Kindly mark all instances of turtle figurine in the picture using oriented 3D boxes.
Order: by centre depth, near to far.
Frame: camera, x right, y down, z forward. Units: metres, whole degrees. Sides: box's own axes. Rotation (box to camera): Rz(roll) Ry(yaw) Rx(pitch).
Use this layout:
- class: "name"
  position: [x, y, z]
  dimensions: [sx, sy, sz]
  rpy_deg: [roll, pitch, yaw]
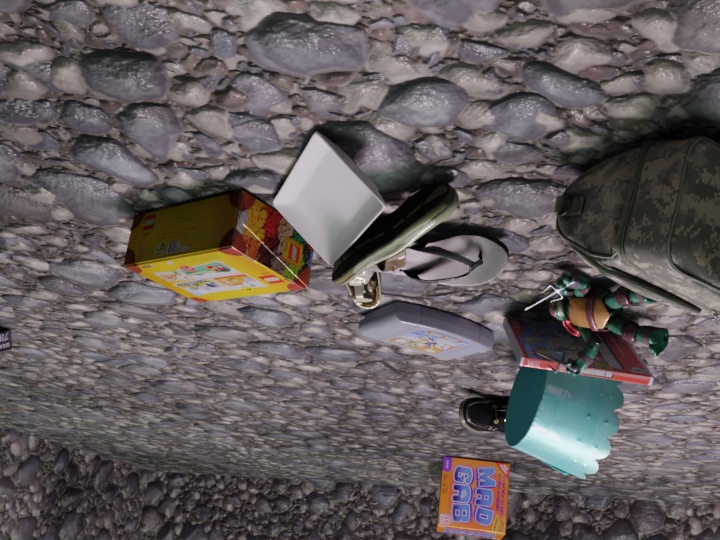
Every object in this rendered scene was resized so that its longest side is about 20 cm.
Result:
- class: "turtle figurine"
  position: [0.310, 0.058, 1.203]
  dimensions: [0.199, 0.101, 0.151]
  rpy_deg: [-3, 119, 47]

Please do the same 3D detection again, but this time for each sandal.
- class: "sandal"
  position: [0.039, -0.029, 1.028]
  dimensions: [0.200, 0.080, 0.057]
  rpy_deg: [-28, 124, 36]
- class: "sandal"
  position: [0.085, -0.011, 1.105]
  dimensions: [0.197, 0.043, 0.077]
  rpy_deg: [3, 124, -2]

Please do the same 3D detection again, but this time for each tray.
- class: "tray"
  position: [-0.035, -0.079, 1.004]
  dimensions: [0.107, 0.022, 0.200]
  rpy_deg: [46, 154, 0]

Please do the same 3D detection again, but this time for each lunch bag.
- class: "lunch bag"
  position: [0.316, -0.037, 0.904]
  dimensions: [0.198, 0.141, 0.167]
  rpy_deg: [21, 172, -30]

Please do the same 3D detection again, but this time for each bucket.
- class: "bucket"
  position: [0.335, 0.229, 1.495]
  dimensions: [0.133, 0.209, 0.207]
  rpy_deg: [19, 158, -5]

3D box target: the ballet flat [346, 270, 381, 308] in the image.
- class: "ballet flat"
  position: [0.000, 0.000, 1.190]
  dimensions: [0.069, 0.070, 0.200]
  rpy_deg: [3, 159, 10]

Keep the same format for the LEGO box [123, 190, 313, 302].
- class: "LEGO box"
  position: [-0.184, -0.025, 1.168]
  dimensions: [0.198, 0.078, 0.149]
  rpy_deg: [-8, 155, 34]

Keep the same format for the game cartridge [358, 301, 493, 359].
- class: "game cartridge"
  position: [0.113, 0.101, 1.462]
  dimensions: [0.198, 0.042, 0.133]
  rpy_deg: [18, 161, -27]

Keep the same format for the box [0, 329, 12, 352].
- class: "box"
  position: [-0.843, 0.157, 1.790]
  dimensions: [0.196, 0.050, 0.200]
  rpy_deg: [-1, -172, 21]

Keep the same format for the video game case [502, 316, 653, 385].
- class: "video game case"
  position: [0.321, 0.119, 1.338]
  dimensions: [0.197, 0.018, 0.143]
  rpy_deg: [9, -160, -5]

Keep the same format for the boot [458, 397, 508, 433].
- class: "boot"
  position: [0.317, 0.294, 1.846]
  dimensions: [0.202, 0.074, 0.153]
  rpy_deg: [16, 156, -39]

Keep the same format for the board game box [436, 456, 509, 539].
- class: "board game box"
  position: [0.334, 0.682, 2.670]
  dimensions: [0.197, 0.202, 0.200]
  rpy_deg: [5, 159, 7]
